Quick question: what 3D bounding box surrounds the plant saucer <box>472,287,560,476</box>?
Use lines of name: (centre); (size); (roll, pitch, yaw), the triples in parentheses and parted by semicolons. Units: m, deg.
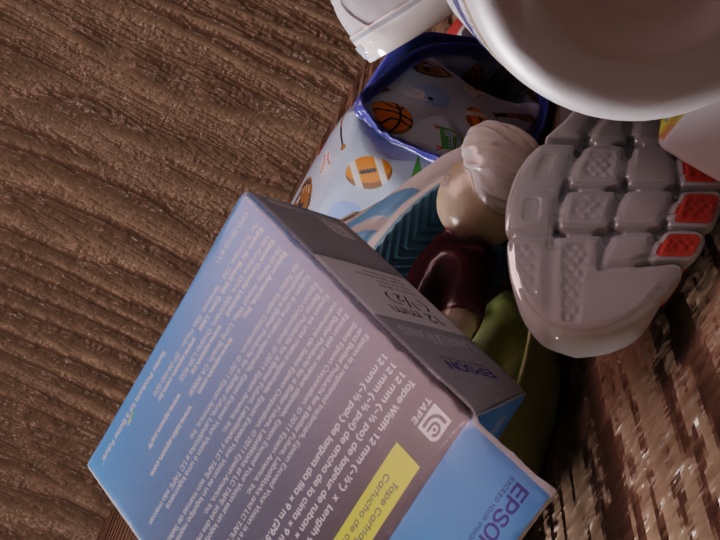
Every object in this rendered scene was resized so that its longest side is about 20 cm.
plant saucer: (0.036, 0.102, 0.700); (0.200, 0.031, 0.200); (-60, 7, 11)

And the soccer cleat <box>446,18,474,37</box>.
soccer cleat: (0.071, -0.118, 1.156); (0.200, 0.069, 0.085); (-67, 12, -6)

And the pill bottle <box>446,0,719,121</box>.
pill bottle: (0.080, -0.122, 0.557); (0.111, 0.111, 0.200); (-60, 9, 12)

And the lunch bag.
lunch bag: (0.029, -0.049, 0.987); (0.170, 0.124, 0.200); (-56, -5, 32)

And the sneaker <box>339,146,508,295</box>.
sneaker: (0.000, 0.000, 0.779); (0.200, 0.077, 0.081); (-39, 38, -3)

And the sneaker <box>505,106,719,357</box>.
sneaker: (0.106, -0.027, 0.633); (0.082, 0.077, 0.200); (87, -162, -44)

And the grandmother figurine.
grandmother figurine: (0.028, 0.027, 0.699); (0.200, 0.061, 0.121); (-65, 16, -3)

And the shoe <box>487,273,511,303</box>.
shoe: (0.016, 0.056, 0.835); (0.200, 0.053, 0.070); (-58, -22, 0)

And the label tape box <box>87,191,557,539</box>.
label tape box: (-0.010, 0.082, 0.618); (0.200, 0.066, 0.143); (43, 108, 39)

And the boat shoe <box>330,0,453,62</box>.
boat shoe: (0.069, -0.201, 0.913); (0.200, 0.069, 0.072); (-33, 7, 14)

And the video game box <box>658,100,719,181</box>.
video game box: (0.184, -0.153, 0.567); (0.200, 0.047, 0.182); (-56, 7, 40)
